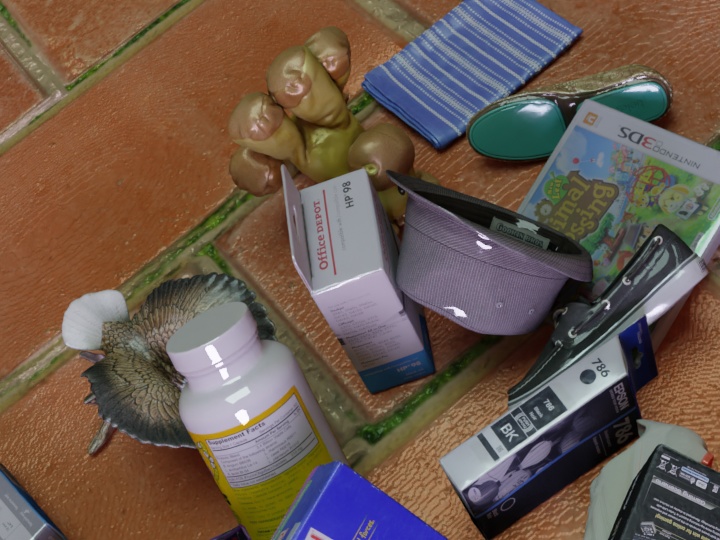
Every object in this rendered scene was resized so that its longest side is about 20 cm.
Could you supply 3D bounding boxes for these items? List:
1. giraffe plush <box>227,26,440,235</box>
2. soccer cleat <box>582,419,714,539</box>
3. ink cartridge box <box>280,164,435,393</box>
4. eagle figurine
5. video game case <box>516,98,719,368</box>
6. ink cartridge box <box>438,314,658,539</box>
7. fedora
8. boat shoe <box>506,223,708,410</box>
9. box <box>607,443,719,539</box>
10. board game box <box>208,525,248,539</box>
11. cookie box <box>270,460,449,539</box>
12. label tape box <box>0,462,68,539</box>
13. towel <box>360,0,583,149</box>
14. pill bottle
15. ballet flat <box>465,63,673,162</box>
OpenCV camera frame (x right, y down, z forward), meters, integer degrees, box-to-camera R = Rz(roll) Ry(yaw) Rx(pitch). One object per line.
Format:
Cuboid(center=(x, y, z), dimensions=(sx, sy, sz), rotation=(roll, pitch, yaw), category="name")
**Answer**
Cuboid(center=(-0.014, -0.105, 1.263), dimensions=(0.162, 0.200, 0.173), rotation=(37, 79, 20), category="giraffe plush")
Cuboid(center=(0.195, 0.198, 1.002), dimensions=(0.077, 0.070, 0.200), rotation=(21, 58, 36), category="soccer cleat")
Cuboid(center=(0.000, 0.000, 1.141), dimensions=(0.066, 0.201, 0.117), rotation=(-17, 50, 9), category="ink cartridge box")
Cuboid(center=(-0.176, 0.084, 1.189), dimensions=(0.149, 0.199, 0.154), rotation=(-2, 83, -26), category="eagle figurine")
Cuboid(center=(0.221, -0.037, 1.163), dimensions=(0.181, 0.022, 0.201), rotation=(29, 84, 36), category="video game case")
Cuboid(center=(0.161, 0.126, 1.045), dimensions=(0.199, 0.100, 0.039), rotation=(-36, 51, -4), category="ink cartridge box")
Cuboid(center=(0.095, -0.005, 1.103), dimensions=(0.176, 0.198, 0.091), rotation=(35, 107, 48), category="fedora")
Cuboid(center=(0.191, 0.043, 1.081), dimensions=(0.199, 0.069, 0.057), rotation=(-41, 84, 6), category="boat shoe")
Cuboid(center=(0.253, 0.240, 0.886), dimensions=(0.198, 0.086, 0.165), rotation=(24, 64, 10), category="box")
Cuboid(center=(-0.184, 0.263, 1.081), dimensions=(0.198, 0.120, 0.033), rotation=(-25, 81, 3), category="board game box")
Cuboid(center=(0.012, 0.263, 0.948), dimensions=(0.199, 0.075, 0.172), rotation=(37, 68, -8), category="cookie box")
Cuboid(center=(-0.371, 0.272, 1.183), dimensions=(0.200, 0.066, 0.143), rotation=(-44, 51, -15), category="label tape box")
Cuboid(center=(0.112, -0.220, 1.376), dimensions=(0.199, 0.024, 0.145), rotation=(-40, 51, -9), category="towel")
Cuboid(center=(-0.080, 0.129, 1.066), dimensions=(0.103, 0.202, 0.104), rotation=(-22, 19, 8), category="pill bottle")
Cuboid(center=(0.200, -0.152, 1.272), dimensions=(0.197, 0.071, 0.065), rotation=(-9, 25, 14), category="ballet flat")
